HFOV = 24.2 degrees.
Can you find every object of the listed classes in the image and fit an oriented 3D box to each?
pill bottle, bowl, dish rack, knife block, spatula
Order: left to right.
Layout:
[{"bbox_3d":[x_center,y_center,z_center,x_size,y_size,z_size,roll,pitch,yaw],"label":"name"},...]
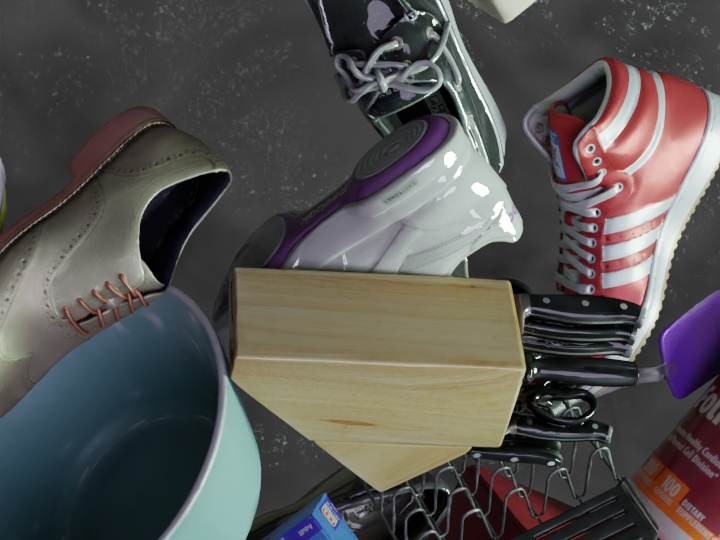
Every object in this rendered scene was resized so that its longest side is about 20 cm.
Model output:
[{"bbox_3d":[-0.133,0.113,0.914,0.201,0.201,0.105,-43,138,0],"label":"bowl"},{"bbox_3d":[0.050,0.040,0.892,0.175,0.064,0.200,-29,133,23],"label":"knife block"},{"bbox_3d":[0.072,0.111,0.972,0.153,0.200,0.055,-25,141,-9],"label":"dish rack"},{"bbox_3d":[0.159,0.077,1.082,0.199,0.021,0.057,-24,115,-9],"label":"spatula"},{"bbox_3d":[0.273,0.106,1.082,0.114,0.114,0.200,37,95,-28],"label":"pill bottle"}]

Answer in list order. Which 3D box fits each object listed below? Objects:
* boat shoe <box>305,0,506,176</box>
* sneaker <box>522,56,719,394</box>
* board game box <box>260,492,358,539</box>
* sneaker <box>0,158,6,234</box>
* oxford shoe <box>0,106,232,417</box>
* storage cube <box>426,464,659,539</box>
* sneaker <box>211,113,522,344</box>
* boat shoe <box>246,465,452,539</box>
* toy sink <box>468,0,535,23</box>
[{"bbox_3d":[0.019,-0.112,0.922,0.073,0.068,0.200,-16,124,20],"label":"boat shoe"},{"bbox_3d":[0.136,-0.029,1.004,0.112,0.071,0.201,19,95,-29],"label":"sneaker"},{"bbox_3d":[-0.021,0.249,0.932,0.152,0.045,0.200,-38,92,12],"label":"board game box"},{"bbox_3d":[-0.236,0.027,0.874,0.075,0.105,0.201,21,103,-25],"label":"sneaker"},{"bbox_3d":[-0.146,0.004,0.882,0.201,0.074,0.071,-56,148,-10],"label":"oxford shoe"},{"bbox_3d":[0.128,0.254,1.052,0.170,0.180,0.201,22,101,-25],"label":"storage cube"},{"bbox_3d":[0.000,0.000,0.928,0.200,0.075,0.100,-32,117,31],"label":"sneaker"},{"bbox_3d":[-0.029,0.176,1.003,0.199,0.065,0.072,-32,105,-24],"label":"boat shoe"},{"bbox_3d":[0.055,-0.254,0.864,0.130,0.112,0.200,-40,123,-1],"label":"toy sink"}]
